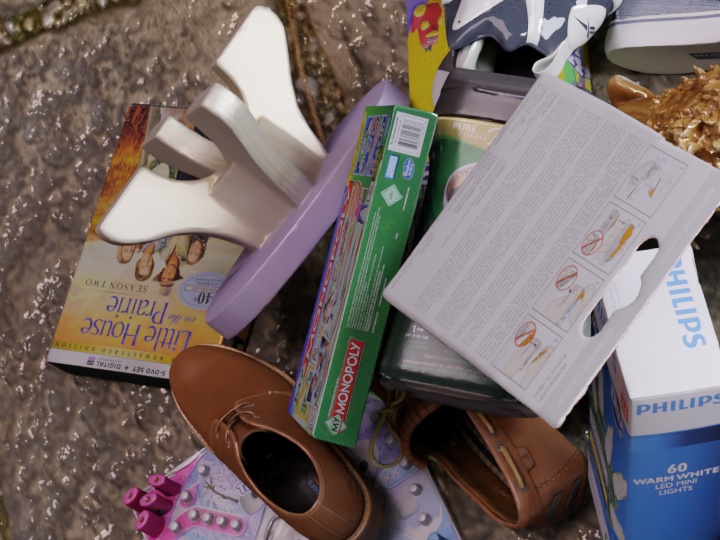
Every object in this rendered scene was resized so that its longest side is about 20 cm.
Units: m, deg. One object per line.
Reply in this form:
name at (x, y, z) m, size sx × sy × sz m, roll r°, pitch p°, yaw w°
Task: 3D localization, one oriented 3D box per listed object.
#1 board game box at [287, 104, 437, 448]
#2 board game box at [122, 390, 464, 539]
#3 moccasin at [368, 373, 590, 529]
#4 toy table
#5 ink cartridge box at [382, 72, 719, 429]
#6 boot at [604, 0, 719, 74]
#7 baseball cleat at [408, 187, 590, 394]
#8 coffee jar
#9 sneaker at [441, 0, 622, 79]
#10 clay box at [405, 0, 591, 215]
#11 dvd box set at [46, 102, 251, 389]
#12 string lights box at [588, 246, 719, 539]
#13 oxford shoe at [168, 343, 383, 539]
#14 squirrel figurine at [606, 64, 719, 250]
board game box at (0.000, 0.000, 1.571) m, size 0.029 × 0.135 × 0.200 m, roll 14°, pitch 91°, yaw -9°
board game box at (-0.044, 0.170, 1.670) m, size 0.200 × 0.026 × 0.200 m, roll -36°, pitch 55°, yaw 14°
moccasin at (0.049, 0.092, 1.608) m, size 0.201 × 0.078 × 0.074 m, roll 45°, pitch 138°, yaw 30°
toy table at (-0.072, -0.068, 1.689) m, size 0.200 × 0.117 × 0.184 m, roll -58°, pitch 11°, yaw -25°
ink cartridge box at (0.114, -0.008, 1.407) m, size 0.162 × 0.050 × 0.200 m, roll -54°, pitch 36°, yaw 1°
boot at (0.245, -0.174, 1.616) m, size 0.200 × 0.073 × 0.090 m, roll 3°, pitch 75°, yaw 34°
baseball cleat at (0.103, 0.028, 1.627) m, size 0.200 × 0.070 × 0.106 m, roll 51°, pitch 133°, yaw 23°
coffee jar at (0.079, -0.018, 1.546) m, size 0.104 × 0.085 × 0.200 m, roll 11°, pitch 82°, yaw 16°
sneaker at (0.064, -0.170, 1.662) m, size 0.199 × 0.080 × 0.130 m, roll 20°, pitch 71°, yaw 27°
clay box at (0.091, -0.106, 1.697) m, size 0.115 × 0.048 × 0.200 m, roll -15°, pitch 61°, yaw 26°
dvd box set at (-0.127, -0.017, 1.803) m, size 0.146 × 0.029 × 0.200 m, roll 7°, pitch 72°, yaw 34°
string lights box at (0.166, 0.090, 1.457) m, size 0.059 × 0.200 × 0.103 m, roll -8°, pitch 49°, yaw -3°
oxford shoe at (-0.065, 0.101, 1.655) m, size 0.071 × 0.071 × 0.200 m, roll -53°, pitch 51°, yaw 3°
squirrel figurine at (0.225, -0.081, 1.506) m, size 0.187 × 0.200 × 0.142 m, roll 1°, pitch 76°, yaw 19°
